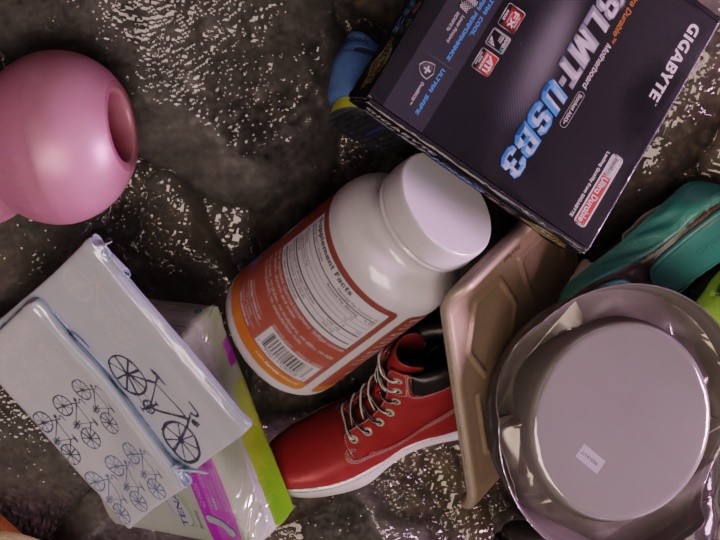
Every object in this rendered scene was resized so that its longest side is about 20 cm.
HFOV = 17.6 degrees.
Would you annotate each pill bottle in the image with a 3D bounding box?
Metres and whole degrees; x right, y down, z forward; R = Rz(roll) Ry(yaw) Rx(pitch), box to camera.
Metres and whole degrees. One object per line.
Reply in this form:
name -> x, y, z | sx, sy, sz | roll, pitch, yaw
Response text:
pill bottle -> 0.000, 0.000, 1.692 | 0.112, 0.113, 0.200 | 36, 131, -20

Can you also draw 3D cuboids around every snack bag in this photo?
snack bag -> -0.183, 0.087, 1.711 | 0.189, 0.021, 0.200 | 50, 137, -3

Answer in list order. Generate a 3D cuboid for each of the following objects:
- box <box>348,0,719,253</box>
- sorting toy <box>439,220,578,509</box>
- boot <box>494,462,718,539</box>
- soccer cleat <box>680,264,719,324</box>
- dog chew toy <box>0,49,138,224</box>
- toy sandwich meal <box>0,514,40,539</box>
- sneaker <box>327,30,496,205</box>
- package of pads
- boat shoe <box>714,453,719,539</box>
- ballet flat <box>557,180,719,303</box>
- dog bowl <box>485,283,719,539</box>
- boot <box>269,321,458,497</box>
box -> 0.124, -0.147, 1.620 | 0.198, 0.050, 0.201 | 34, 84, -17
sorting toy -> 0.112, 0.050, 1.727 | 0.036, 0.185, 0.201 | 15, 128, 29
boot -> 0.203, 0.149, 1.828 | 0.198, 0.069, 0.176 | 0, 99, 9
soccer cleat -> 0.210, 0.067, 1.763 | 0.200, 0.081, 0.068 | -51, 144, -13
dog chew toy -> -0.263, -0.087, 1.666 | 0.198, 0.125, 0.125 | -9, 121, 13
toy sandwich meal -> -0.310, 0.270, 1.906 | 0.203, 0.070, 0.207 | -2, 123, -4
sneaker -> 0.060, -0.111, 1.684 | 0.199, 0.079, 0.066 | 26, 151, -34
package of pads -> -0.153, 0.114, 1.776 | 0.154, 0.068, 0.201 | 5, 126, 36
boat shoe -> 0.314, 0.178, 1.850 | 0.070, 0.070, 0.201 | 4, 120, -7
ballet flat -> 0.203, 0.004, 1.737 | 0.200, 0.070, 0.067 | -38, 120, 1
dog bowl -> 0.180, 0.107, 1.675 | 0.198, 0.059, 0.202 | -2, 95, -18
boot -> 0.004, 0.101, 1.767 | 0.199, 0.073, 0.144 | -23, 153, 5
